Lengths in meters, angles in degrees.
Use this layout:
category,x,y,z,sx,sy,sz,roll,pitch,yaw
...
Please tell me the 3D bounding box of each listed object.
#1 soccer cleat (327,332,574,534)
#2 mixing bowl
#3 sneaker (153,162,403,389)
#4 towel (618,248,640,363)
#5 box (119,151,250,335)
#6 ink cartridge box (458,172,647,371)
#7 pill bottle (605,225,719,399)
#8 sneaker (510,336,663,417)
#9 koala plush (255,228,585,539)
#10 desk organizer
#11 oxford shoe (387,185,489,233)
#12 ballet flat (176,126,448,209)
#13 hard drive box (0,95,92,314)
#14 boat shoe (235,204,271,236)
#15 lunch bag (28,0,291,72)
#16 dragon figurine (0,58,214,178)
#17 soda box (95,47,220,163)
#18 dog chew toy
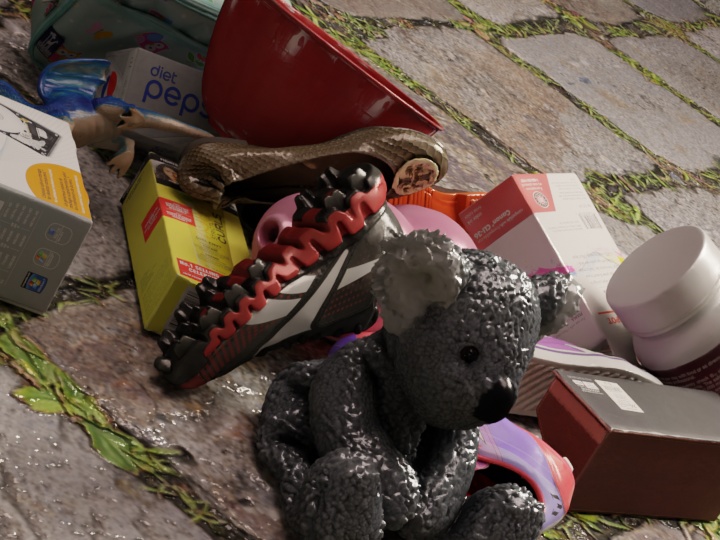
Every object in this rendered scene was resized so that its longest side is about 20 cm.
category,x,y,z,sx,sy,sz,roll,pitch,yaw
soccer cleat,0.059,0.111,1.537,0.200,0.067,0.076,35,27,6
mixing bowl,-0.047,-0.129,1.697,0.200,0.108,0.200,38,5,-4
sneaker,-0.044,0.021,1.475,0.098,0.200,0.071,54,-17,-20
towel,0.280,0.055,2.028,0.191,0.032,0.200,35,21,9
box,-0.122,-0.012,1.586,0.075,0.050,0.200,24,21,-21
ink cartridge box,0.177,0.020,1.858,0.116,0.067,0.200,-4,62,-57
pill bottle,0.293,0.067,1.797,0.200,0.114,0.114,50,13,-21
sneaker,0.154,0.073,1.751,0.200,0.073,0.114,21,19,-25
koala plush,0.043,0.067,1.412,0.177,0.200,0.184,15,25,-36
desk organizer,0.210,0.134,1.670,0.200,0.077,0.072,10,28,-45
oxford shoe,0.036,-0.046,1.900,0.200,0.071,0.072,11,0,-39
ballet flat,-0.033,-0.068,1.612,0.199,0.067,0.046,0,42,-11
hard drive box,-0.287,-0.069,1.452,0.200,0.077,0.156,21,21,-24
boat shoe,-0.008,-0.020,1.744,0.200,0.070,0.066,28,25,-5
lunch bag,-0.163,-0.199,1.805,0.200,0.160,0.077,22,55,-29
dragon figurine,-0.204,-0.116,1.620,0.199,0.059,0.099,-9,39,-23
soda box,-0.115,-0.114,1.785,0.200,0.068,0.063,20,-10,-30
dog chew toy,0.000,0.000,1.601,0.200,0.125,0.125,23,20,-46
